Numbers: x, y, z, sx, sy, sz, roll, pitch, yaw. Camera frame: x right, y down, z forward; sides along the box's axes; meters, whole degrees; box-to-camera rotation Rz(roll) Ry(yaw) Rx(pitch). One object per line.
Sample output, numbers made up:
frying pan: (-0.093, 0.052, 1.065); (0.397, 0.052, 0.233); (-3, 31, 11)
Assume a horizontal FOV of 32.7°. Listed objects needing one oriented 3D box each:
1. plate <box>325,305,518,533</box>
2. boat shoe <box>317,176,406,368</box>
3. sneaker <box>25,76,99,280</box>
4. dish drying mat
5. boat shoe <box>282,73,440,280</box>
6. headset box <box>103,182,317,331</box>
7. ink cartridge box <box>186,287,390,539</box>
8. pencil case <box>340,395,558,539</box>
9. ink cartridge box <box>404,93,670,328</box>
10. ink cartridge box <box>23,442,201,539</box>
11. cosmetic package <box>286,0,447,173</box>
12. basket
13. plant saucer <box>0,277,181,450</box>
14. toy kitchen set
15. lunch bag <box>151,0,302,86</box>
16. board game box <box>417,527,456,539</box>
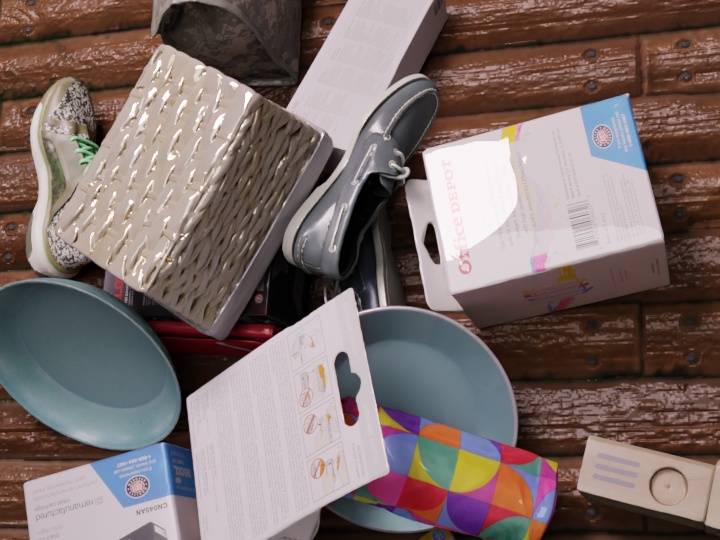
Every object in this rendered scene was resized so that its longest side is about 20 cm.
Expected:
plate: (0.032, 0.123, 1.025); (0.197, 0.026, 0.203); (1, 107, 4)
boat shoe: (0.000, 0.000, 1.084); (0.061, 0.075, 0.202); (-14, 69, 11)
sneaker: (-0.265, -0.090, 1.184); (0.088, 0.077, 0.203); (-7, 79, 33)
dish drying mat: (-0.159, 0.063, 1.112); (0.197, 0.077, 0.018); (1, 73, 17)
boat shoe: (0.015, -0.076, 1.039); (0.061, 0.073, 0.201); (29, 77, 36)
headset box: (-0.147, -0.021, 1.123); (0.198, 0.075, 0.151); (-1, 75, 25)
ink cartridge box: (-0.052, 0.131, 0.966); (0.199, 0.050, 0.164); (-32, 52, 28)
pencil case: (0.063, 0.169, 0.981); (0.198, 0.088, 0.089); (20, 80, 0)
ink cartridge box: (0.145, -0.041, 1.024); (0.197, 0.125, 0.130); (-13, 70, 13)
ink cartridge box: (-0.200, 0.268, 1.061); (0.143, 0.084, 0.202); (-17, 71, 12)
cosmetic package: (0.004, -0.181, 1.123); (0.082, 0.051, 0.201); (18, 65, 20)
basket: (-0.140, -0.067, 1.019); (0.135, 0.123, 0.202); (29, 90, 30)
plant saucer: (-0.245, 0.077, 1.097); (0.197, 0.202, 0.036); (5, 39, 18)
toy kitchen set: (0.271, 0.090, 0.927); (0.178, 0.163, 0.203); (11, 77, 19)
lunch bag: (-0.130, -0.280, 1.138); (0.116, 0.200, 0.166); (-1, 75, 16)
board game box: (0.047, 0.291, 0.932); (0.134, 0.034, 0.200); (-35, 24, -1)
